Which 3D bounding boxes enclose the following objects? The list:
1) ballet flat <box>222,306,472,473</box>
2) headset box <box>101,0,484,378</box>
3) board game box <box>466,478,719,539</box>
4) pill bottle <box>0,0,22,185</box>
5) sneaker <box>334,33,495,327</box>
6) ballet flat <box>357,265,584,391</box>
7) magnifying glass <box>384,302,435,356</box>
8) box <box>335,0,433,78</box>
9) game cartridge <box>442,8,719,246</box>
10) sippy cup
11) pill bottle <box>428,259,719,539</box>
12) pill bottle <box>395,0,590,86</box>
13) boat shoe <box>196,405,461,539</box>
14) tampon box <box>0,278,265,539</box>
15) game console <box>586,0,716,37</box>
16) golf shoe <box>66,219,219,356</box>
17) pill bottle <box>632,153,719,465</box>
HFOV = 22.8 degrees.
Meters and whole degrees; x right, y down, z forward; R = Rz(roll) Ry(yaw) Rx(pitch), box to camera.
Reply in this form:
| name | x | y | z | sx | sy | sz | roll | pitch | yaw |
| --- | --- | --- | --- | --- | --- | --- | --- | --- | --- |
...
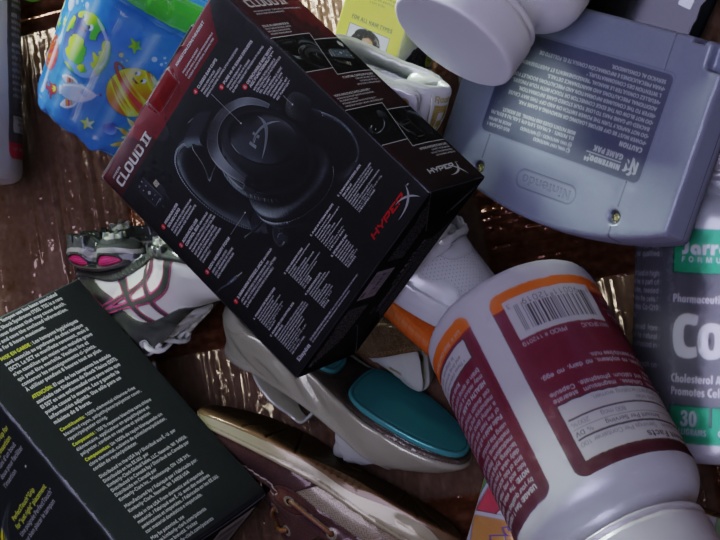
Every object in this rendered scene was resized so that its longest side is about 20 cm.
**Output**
| name | x | y | z | sx | sy | sz | roll | pitch | yaw |
| --- | --- | --- | --- | --- | --- | --- | --- | --- | --- |
| ballet flat | -0.014 | 0.087 | 1.200 | 0.199 | 0.069 | 0.070 | 36 | 100 | 17 |
| headset box | -0.050 | -0.062 | 1.062 | 0.200 | 0.077 | 0.149 | 44 | 117 | 17 |
| board game box | 0.168 | 0.186 | 1.154 | 0.198 | 0.030 | 0.097 | 17 | 96 | 15 |
| pill bottle | -0.294 | -0.162 | 1.260 | 0.109 | 0.111 | 0.203 | -1 | 90 | 18 |
| sneaker | 0.033 | -0.056 | 1.097 | 0.200 | 0.074 | 0.116 | 41 | 118 | 7 |
| ballet flat | 0.062 | 0.042 | 1.176 | 0.198 | 0.068 | 0.073 | -5 | 108 | 14 |
| magnifying glass | 0.000 | 0.000 | 1.165 | 0.079 | 0.022 | 0.200 | -40 | 48 | -11 |
| box | 0.021 | -0.161 | 1.153 | 0.050 | 0.075 | 0.202 | 24 | 113 | 18 |
| game cartridge | 0.136 | -0.090 | 1.088 | 0.199 | 0.041 | 0.135 | 25 | 103 | 46 |
| sippy cup | -0.152 | -0.150 | 1.211 | 0.131 | 0.139 | 0.178 | -59 | 36 | 20 |
| pill bottle | 0.126 | 0.104 | 1.030 | 0.114 | 0.114 | 0.201 | -35 | 56 | 15 |
| pill bottle | 0.106 | -0.214 | 1.067 | 0.110 | 0.111 | 0.201 | 30 | 75 | 16 |
| boat shoe | -0.033 | 0.159 | 1.198 | 0.199 | 0.072 | 0.073 | 27 | 97 | 10 |
| tampon box | -0.195 | 0.140 | 1.195 | 0.200 | 0.126 | 0.150 | 48 | 130 | 12 |
| game console | 0.158 | -0.223 | 1.159 | 0.176 | 0.031 | 0.202 | 26 | 98 | 13 |
| golf shoe | -0.120 | 0.012 | 1.203 | 0.199 | 0.077 | 0.089 | 3 | 102 | 49 |
| pill bottle | 0.222 | 0.013 | 1.089 | 0.112 | 0.113 | 0.203 | 1 | 91 | 18 |
